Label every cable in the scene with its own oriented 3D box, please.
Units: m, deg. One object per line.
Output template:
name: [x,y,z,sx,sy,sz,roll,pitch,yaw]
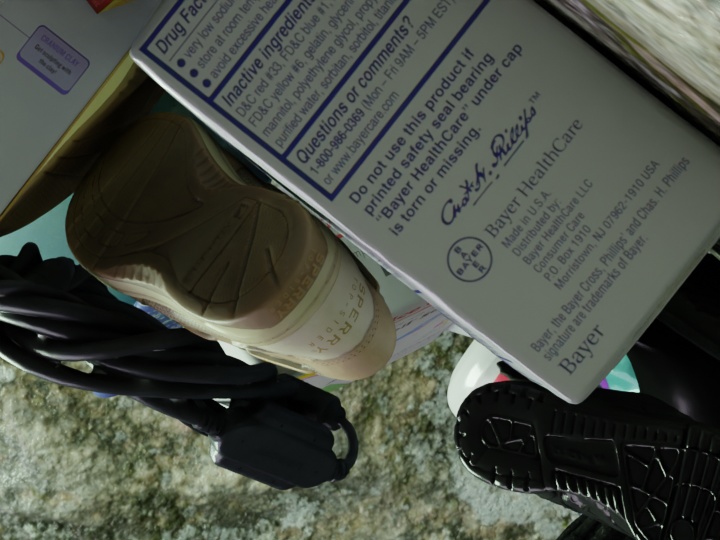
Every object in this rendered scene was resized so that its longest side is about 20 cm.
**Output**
cable: [-0.096,0.027,1.000,0.163,0.051,0.200,33,-175,40]

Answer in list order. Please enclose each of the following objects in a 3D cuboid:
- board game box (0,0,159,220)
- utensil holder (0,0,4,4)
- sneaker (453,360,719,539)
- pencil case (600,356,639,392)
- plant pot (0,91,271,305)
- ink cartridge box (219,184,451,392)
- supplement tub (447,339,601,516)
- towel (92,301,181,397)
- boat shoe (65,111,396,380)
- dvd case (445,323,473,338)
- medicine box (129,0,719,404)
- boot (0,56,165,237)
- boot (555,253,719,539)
board game box: [-0.142,-0.124,0.861,0.153,0.200,0.040,39,180,-18]
utensil holder: [-0.172,-0.171,0.736,0.200,0.170,0.170,41,180,-7]
sneaker: [0.118,0.080,0.994,0.200,0.060,0.104,20,-173,36]
pencil case: [0.114,0.012,1.234,0.200,0.092,0.085,38,-179,18]
plant pot: [-0.123,-0.084,1.130,0.200,0.200,0.188,38,167,-4]
ink cartridge box: [0.000,0.000,1.090,0.067,0.117,0.200,61,159,9]
supplement tub: [0.163,0.082,1.382,0.200,0.140,0.140,38,180,8]
towel: [-0.059,0.000,1.191,0.024,0.145,0.200,59,157,10]
boat shoe: [-0.053,-0.004,0.918,0.065,0.071,0.200,39,179,-32]
dvd case: [0.025,-0.038,1.179,0.200,0.018,0.143,16,127,64]
medicine box: [0.026,-0.052,0.895,0.200,0.103,0.182,39,180,0]
boot: [-0.142,-0.128,0.987,0.155,0.200,0.073,40,-162,5]
boot: [0.134,0.079,1.120,0.211,0.158,0.079,37,-162,-24]
